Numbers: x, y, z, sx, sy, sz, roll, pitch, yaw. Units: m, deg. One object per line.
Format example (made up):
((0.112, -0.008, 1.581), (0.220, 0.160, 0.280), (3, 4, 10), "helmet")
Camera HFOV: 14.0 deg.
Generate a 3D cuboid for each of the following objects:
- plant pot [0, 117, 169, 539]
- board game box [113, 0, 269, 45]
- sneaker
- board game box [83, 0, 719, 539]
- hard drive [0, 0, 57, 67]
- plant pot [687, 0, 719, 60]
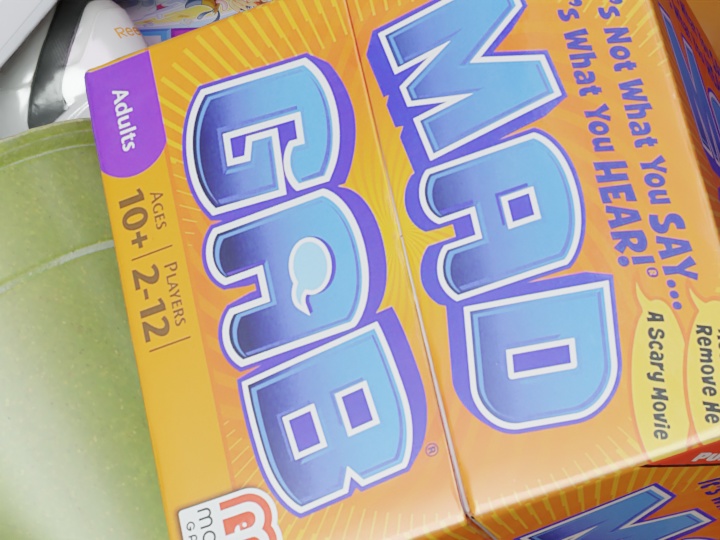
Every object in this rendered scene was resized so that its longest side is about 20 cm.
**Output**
((-0.113, 0.078, 1.128), (0.199, 0.200, 0.190), (-30, 74, -20), "plant pot")
((-0.095, -0.113, 1.269), (0.198, 0.034, 0.135), (-3, 48, -2), "board game box")
((-0.159, -0.037, 1.192), (0.200, 0.074, 0.080), (-40, 77, 9), "sneaker")
((0.046, 0.021, 1.033), (0.199, 0.200, 0.201), (-19, 65, 13), "board game box")
((-0.178, -0.091, 1.159), (0.132, 0.027, 0.200), (7, 54, 52), "hard drive")
((0.112, -0.103, 1.252), (0.182, 0.200, 0.201), (14, 54, -10), "plant pot")
